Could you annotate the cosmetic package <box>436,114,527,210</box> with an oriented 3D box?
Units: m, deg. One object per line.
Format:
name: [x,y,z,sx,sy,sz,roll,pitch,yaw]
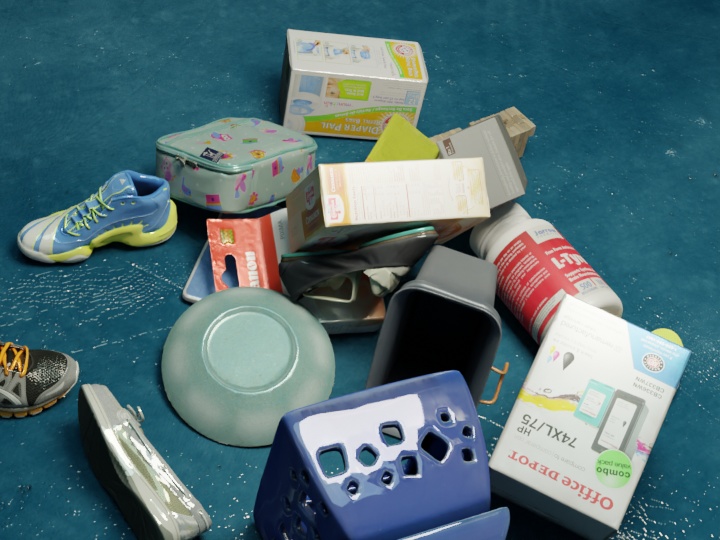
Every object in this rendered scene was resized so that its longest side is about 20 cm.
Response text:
cosmetic package: [0.160,-0.138,1.480,0.089,0.108,0.200,-23,6,9]

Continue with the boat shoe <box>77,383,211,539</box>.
boat shoe: [-0.228,0.197,1.175,0.064,0.075,0.202,-19,57,-36]

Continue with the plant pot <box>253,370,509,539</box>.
plant pot: [0.024,0.240,1.104,0.197,0.201,0.181,-10,54,-23]

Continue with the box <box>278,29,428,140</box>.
box: [-0.013,-0.264,1.649,0.196,0.114,0.102,3,43,-11]

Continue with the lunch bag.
lunch bag: [-0.165,-0.141,1.479,0.159,0.078,0.199,24,28,31]

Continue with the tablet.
tablet: [-0.134,-0.016,1.446,0.128,0.014,0.202,16,45,2]

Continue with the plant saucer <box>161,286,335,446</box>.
plant saucer: [-0.124,0.096,1.287,0.197,0.039,0.204,4,58,-6]

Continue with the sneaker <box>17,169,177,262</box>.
sneaker: [-0.320,-0.076,1.395,0.197,0.106,0.076,-13,49,-25]

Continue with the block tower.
block tower: [0.159,-0.173,1.642,0.198,0.058,0.054,-24,55,-29]

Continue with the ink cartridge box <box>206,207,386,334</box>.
ink cartridge box: [-0.077,-0.004,1.382,0.197,0.050,0.165,-1,65,-22]

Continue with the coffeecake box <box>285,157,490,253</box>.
coffeecake box: [0.028,-0.074,1.330,0.197,0.153,0.074,-4,81,-19]

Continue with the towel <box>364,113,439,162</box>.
towel: [0.049,-0.134,1.494,0.086,0.018,0.201,40,39,-10]

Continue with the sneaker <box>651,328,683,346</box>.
sneaker: [0.340,0.122,1.366,0.078,0.091,0.200,31,45,20]

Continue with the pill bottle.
pill bottle: [0.226,0.010,1.434,0.111,0.113,0.201,-18,52,-28]

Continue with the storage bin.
storage bin: [0.098,0.079,1.288,0.143,0.202,0.135,18,35,5]

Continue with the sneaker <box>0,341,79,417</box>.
sneaker: [-0.401,0.103,1.220,0.197,0.078,0.079,1,44,-15]

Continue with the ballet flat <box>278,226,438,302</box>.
ballet flat: [0.000,0.000,1.309,0.197,0.074,0.074,-10,40,20]

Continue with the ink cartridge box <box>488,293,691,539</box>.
ink cartridge box: [0.234,0.161,1.211,0.145,0.146,0.202,24,75,11]
